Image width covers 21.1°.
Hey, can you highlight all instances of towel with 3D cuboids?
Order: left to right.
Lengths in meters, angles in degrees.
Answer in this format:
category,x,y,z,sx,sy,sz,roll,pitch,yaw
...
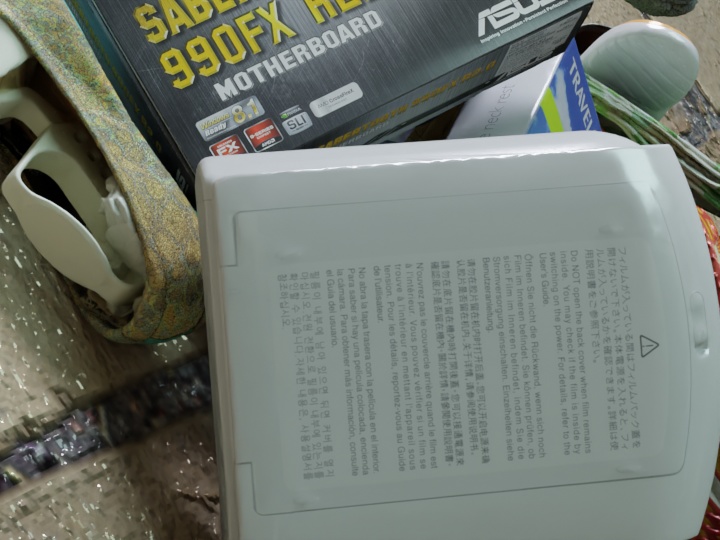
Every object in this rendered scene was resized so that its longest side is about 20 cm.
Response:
category,x,y,z,sx,sy,sz,roll,pitch,yaw
towel,0.144,-0.079,1.073,0.199,0.024,0.153,30,6,-24

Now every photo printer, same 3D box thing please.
category,x,y,z,sx,sy,sz,roll,pitch,yaw
photo printer,0.041,0.033,0.739,0.069,0.198,0.168,-179,-96,-81

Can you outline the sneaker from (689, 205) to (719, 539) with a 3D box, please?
category,x,y,z,sx,sy,sz,roll,pitch,yaw
sneaker,0.172,0.065,0.974,0.077,0.072,0.202,-4,84,-61

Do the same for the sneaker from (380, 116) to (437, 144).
category,x,y,z,sx,sy,sz,roll,pitch,yaw
sneaker,-0.016,-0.159,0.907,0.201,0.082,0.070,51,25,-5

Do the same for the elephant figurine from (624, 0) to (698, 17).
category,x,y,z,sx,sy,sz,roll,pitch,yaw
elephant figurine,0.045,-0.180,0.981,0.141,0.155,0.201,10,45,-57

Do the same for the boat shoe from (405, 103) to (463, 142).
category,x,y,z,sx,sy,sz,roll,pitch,yaw
boat shoe,0.050,-0.086,1.090,0.069,0.074,0.199,41,13,36

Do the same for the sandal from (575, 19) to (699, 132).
category,x,y,z,sx,sy,sz,roll,pitch,yaw
sandal,0.157,-0.120,1.164,0.079,0.207,0.060,27,71,-9

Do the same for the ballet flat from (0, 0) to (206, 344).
category,x,y,z,sx,sy,sz,roll,pitch,yaw
ballet flat,-0.127,-0.056,0.763,0.201,0.070,0.071,55,26,2

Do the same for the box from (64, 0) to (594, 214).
category,x,y,z,sx,sy,sz,roll,pitch,yaw
box,-0.023,-0.129,0.831,0.199,0.048,0.159,-26,77,-20

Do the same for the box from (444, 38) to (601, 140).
category,x,y,z,sx,sy,sz,roll,pitch,yaw
box,0.074,-0.018,0.901,0.201,0.047,0.123,-62,142,-44

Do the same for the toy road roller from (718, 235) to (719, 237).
category,x,y,z,sx,sy,sz,roll,pitch,yaw
toy road roller,0.161,0.044,1.081,0.199,0.147,0.122,23,12,30
